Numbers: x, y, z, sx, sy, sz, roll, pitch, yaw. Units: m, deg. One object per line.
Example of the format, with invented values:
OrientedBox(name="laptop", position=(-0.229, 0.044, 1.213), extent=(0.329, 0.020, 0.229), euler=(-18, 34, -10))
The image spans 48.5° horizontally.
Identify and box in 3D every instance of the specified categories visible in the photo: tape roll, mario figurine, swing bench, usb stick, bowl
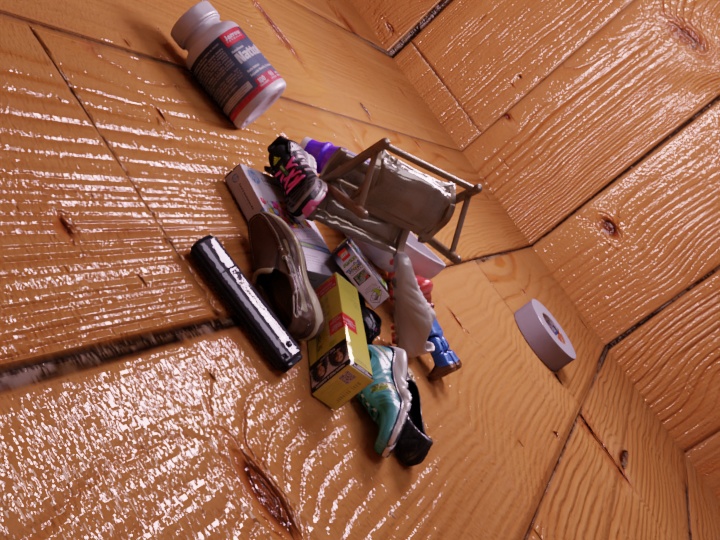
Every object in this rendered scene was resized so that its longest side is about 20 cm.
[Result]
OrientedBox(name="tape roll", position=(0.515, 0.180, 2.230), extent=(0.200, 0.066, 0.201), euler=(43, 21, -21))
OrientedBox(name="mario figurine", position=(0.103, 0.103, 1.451), extent=(0.124, 0.104, 0.203), euler=(122, -55, -72))
OrientedBox(name="swing bench", position=(0.048, -0.106, 1.271), extent=(0.196, 0.132, 0.199), euler=(22, -7, -29))
OrientedBox(name="usb stick", position=(-0.145, 0.041, 1.017), extent=(0.201, 0.032, 0.055), euler=(53, 18, 2))
OrientedBox(name="bowl", position=(0.051, -0.054, 1.521), extent=(0.200, 0.075, 0.199), euler=(44, 11, 36))

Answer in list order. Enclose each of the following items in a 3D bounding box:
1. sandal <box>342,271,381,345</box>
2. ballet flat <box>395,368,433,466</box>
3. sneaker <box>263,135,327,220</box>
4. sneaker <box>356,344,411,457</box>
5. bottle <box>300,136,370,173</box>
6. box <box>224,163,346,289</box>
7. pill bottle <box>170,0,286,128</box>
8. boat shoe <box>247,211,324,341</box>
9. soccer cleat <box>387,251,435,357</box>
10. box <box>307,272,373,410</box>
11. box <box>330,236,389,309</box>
OrientedBox(name="sandal", position=(-0.001, 0.066, 1.278), extent=(0.075, 0.048, 0.202), euler=(38, 24, -36))
OrientedBox(name="ballet flat", position=(0.080, 0.211, 1.192), extent=(0.066, 0.057, 0.201), euler=(43, 21, -24))
OrientedBox(name="sneaker", position=(-0.110, -0.152, 1.267), extent=(0.087, 0.074, 0.201), euler=(39, 19, -30))
OrientedBox(name="sneaker", position=(0.023, 0.180, 1.128), extent=(0.078, 0.078, 0.201), euler=(17, 32, -13))
OrientedBox(name="bottle", position=(-0.030, -0.200, 1.558), extent=(0.198, 0.066, 0.084), euler=(27, -6, 15))
OrientedBox(name="box", position=(-0.116, -0.063, 1.260), extent=(0.202, 0.041, 0.155), euler=(59, 19, 22))
OrientedBox(name="pill bottle", position=(-0.235, -0.364, 1.405), extent=(0.201, 0.119, 0.120), euler=(49, 19, -5))
OrientedBox(name="boat shoe", position=(-0.115, 0.001, 1.102), extent=(0.074, 0.075, 0.204), euler=(9, 46, -54))
OrientedBox(name="soccer cleat", position=(0.086, 0.055, 1.317), extent=(0.070, 0.076, 0.203), euler=(-93, 179, -57))
OrientedBox(name="box", position=(-0.034, 0.094, 1.117), extent=(0.050, 0.075, 0.202), euler=(39, 24, -29))
OrientedBox(name="box", position=(0.000, 0.000, 1.339), extent=(0.111, 0.035, 0.200), euler=(52, 3, -4))
